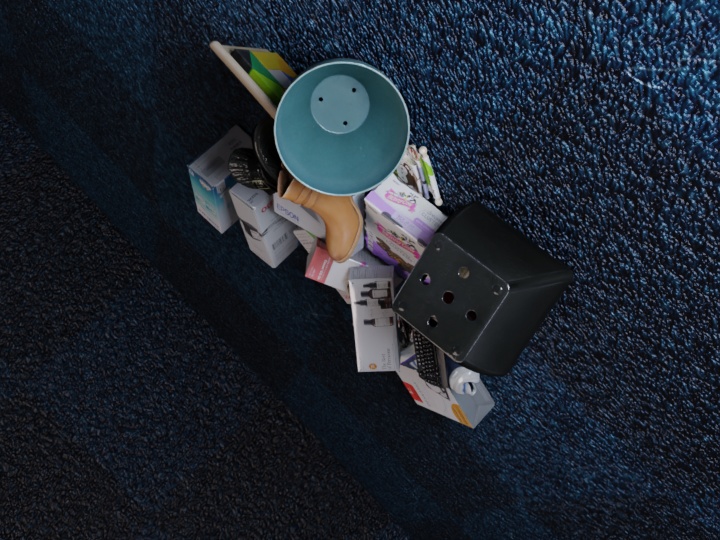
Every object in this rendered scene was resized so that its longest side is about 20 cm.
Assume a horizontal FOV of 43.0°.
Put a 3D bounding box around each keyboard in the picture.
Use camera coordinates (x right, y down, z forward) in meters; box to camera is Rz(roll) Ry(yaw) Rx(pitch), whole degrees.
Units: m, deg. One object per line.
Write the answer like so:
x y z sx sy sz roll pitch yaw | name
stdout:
0.101 0.115 1.627 0.104 0.039 0.203 18 123 51 | keyboard

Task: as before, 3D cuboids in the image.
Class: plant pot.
-0.030 -0.233 1.381 0.201 0.199 0.135 56 -167 -25 | plant pot
0.161 0.032 1.339 0.199 0.201 0.177 38 -162 19 | plant pot

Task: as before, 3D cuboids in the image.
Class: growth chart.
0.060 -0.173 1.515 0.199 0.018 0.146 28 153 43 | growth chart

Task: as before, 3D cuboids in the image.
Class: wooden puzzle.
-0.135 -0.304 1.488 0.185 0.037 0.200 48 -159 11 | wooden puzzle

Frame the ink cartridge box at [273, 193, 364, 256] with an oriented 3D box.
-0.077 -0.147 1.628 0.198 0.041 0.202 30 140 26 | ink cartridge box

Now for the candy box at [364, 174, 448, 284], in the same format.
0.088 -0.055 1.572 0.167 0.072 0.200 39 164 15 | candy box

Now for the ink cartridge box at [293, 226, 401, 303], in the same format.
-0.025 -0.030 1.851 0.201 0.084 0.145 53 159 -16 | ink cartridge box

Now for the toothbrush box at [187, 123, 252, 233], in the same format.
-0.283 -0.194 1.973 0.085 0.146 0.201 40 160 16 | toothbrush box

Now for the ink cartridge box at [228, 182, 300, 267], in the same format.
-0.174 -0.127 1.880 0.083 0.145 0.201 36 157 28 | ink cartridge box

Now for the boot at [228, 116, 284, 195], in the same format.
-0.164 -0.190 1.537 0.157 0.080 0.212 23 159 33 | boot

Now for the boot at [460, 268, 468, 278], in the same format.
0.212 0.054 1.556 0.154 0.072 0.201 39 153 18 | boot

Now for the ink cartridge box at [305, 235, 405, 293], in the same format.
0.000 0.000 1.714 0.198 0.068 0.117 21 -162 -7 | ink cartridge box

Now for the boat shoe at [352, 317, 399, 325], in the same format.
0.038 0.102 1.996 0.074 0.067 0.200 46 160 -1 | boat shoe

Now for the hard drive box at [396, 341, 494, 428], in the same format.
0.171 0.235 1.967 0.199 0.077 0.157 14 142 57 | hard drive box

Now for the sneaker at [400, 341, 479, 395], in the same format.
0.152 0.187 1.728 0.147 0.080 0.200 52 153 3 | sneaker

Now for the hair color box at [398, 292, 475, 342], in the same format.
0.152 0.107 1.787 0.102 0.061 0.200 48 159 -3 | hair color box

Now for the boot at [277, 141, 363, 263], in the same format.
-0.070 -0.112 1.487 0.073 0.154 0.203 8 96 43 | boot

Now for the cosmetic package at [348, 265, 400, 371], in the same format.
0.027 0.090 1.664 0.081 0.051 0.202 -2 120 7 | cosmetic package
